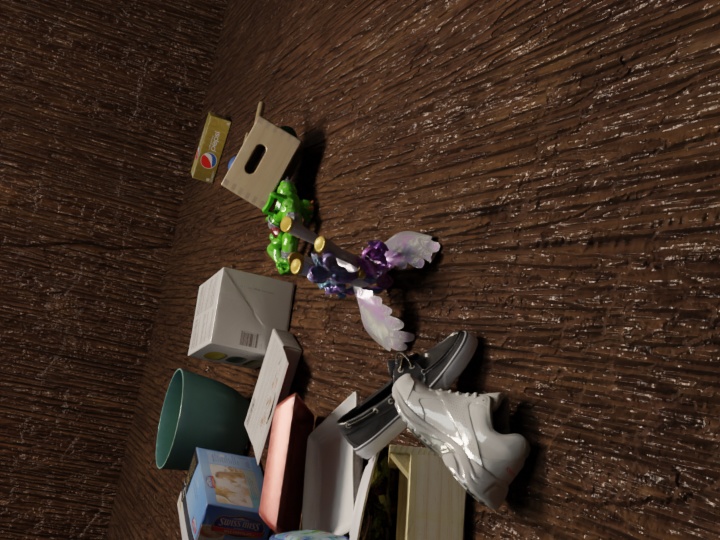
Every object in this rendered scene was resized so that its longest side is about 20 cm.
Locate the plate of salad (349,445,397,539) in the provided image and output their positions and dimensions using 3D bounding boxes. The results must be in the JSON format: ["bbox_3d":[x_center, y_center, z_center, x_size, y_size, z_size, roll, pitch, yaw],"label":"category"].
[{"bbox_3d":[0.021,0.308,1.198,0.200,0.047,0.204,10,-90,-80],"label":"plate of salad"}]

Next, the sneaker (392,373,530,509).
[{"bbox_3d":[0.112,0.162,1.045,0.099,0.078,0.200,-46,45,-2],"label":"sneaker"}]

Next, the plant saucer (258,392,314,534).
[{"bbox_3d":[-0.114,0.305,1.504,0.200,0.036,0.203,75,-158,-71],"label":"plant saucer"}]

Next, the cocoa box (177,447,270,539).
[{"bbox_3d":[-0.247,0.435,1.771,0.200,0.132,0.133,-127,55,-65],"label":"cocoa box"}]

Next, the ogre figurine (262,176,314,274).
[{"bbox_3d":[-0.146,-0.094,1.900,0.201,0.097,0.121,-74,1,-55],"label":"ogre figurine"}]

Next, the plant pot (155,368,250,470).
[{"bbox_3d":[-0.315,0.315,1.993,0.200,0.159,0.204,-166,90,-70],"label":"plant pot"}]

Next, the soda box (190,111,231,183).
[{"bbox_3d":[-0.457,-0.376,2.976,0.064,0.067,0.203,-124,50,-65],"label":"soda box"}]

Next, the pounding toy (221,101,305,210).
[{"bbox_3d":[-0.202,-0.241,2.005,0.202,0.141,0.184,-60,0,0],"label":"pounding toy"}]

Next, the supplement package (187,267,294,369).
[{"bbox_3d":[-0.241,0.100,1.947,0.200,0.150,0.153,153,128,-64],"label":"supplement package"}]

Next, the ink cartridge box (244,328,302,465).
[{"bbox_3d":[-0.155,0.232,1.786,0.176,0.044,0.203,-131,57,-67],"label":"ink cartridge box"}]

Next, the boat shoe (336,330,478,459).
[{"bbox_3d":[0.051,0.134,1.154,0.200,0.066,0.070,-44,10,12],"label":"boat shoe"}]

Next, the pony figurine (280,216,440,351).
[{"bbox_3d":[0.000,0.000,1.359,0.192,0.198,0.169,29,98,53],"label":"pony figurine"}]

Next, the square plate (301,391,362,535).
[{"bbox_3d":[-0.039,0.308,1.442,0.198,0.028,0.203,130,148,-52],"label":"square plate"}]

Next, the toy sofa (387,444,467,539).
[{"bbox_3d":[0.072,0.302,1.094,0.083,0.096,0.203,88,-175,-65],"label":"toy sofa"}]

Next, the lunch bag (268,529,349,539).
[{"bbox_3d":[-0.067,0.440,1.324,0.200,0.081,0.164,159,108,-65],"label":"lunch bag"}]
